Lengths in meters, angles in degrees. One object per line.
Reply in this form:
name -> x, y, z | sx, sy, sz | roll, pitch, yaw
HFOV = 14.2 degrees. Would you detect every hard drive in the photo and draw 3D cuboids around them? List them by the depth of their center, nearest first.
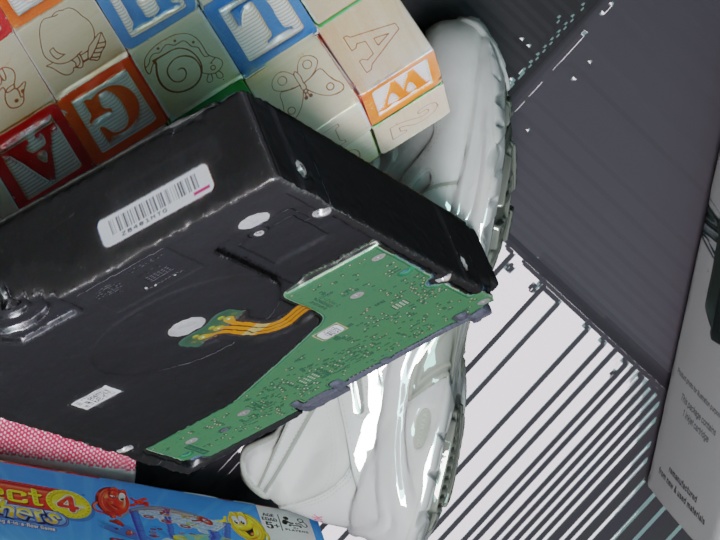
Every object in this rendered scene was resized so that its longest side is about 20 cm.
hard drive -> -0.049, 0.009, 0.945 | 0.139, 0.038, 0.200 | -28, 158, 16

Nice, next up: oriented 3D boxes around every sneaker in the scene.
sneaker -> 0.000, 0.000, 1.065 | 0.099, 0.078, 0.201 | 13, 88, 7

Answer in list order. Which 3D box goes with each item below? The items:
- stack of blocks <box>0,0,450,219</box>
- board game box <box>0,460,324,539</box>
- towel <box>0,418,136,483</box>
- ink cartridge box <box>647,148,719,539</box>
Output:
stack of blocks -> -0.084, -0.055, 0.975 | 0.200, 0.059, 0.115 | -32, 72, -3
board game box -> -0.132, 0.168, 1.076 | 0.195, 0.056, 0.201 | 12, 118, -19
towel -> -0.147, 0.026, 1.062 | 0.146, 0.030, 0.201 | 8, 104, -18
ink cartridge box -> 0.208, 0.012, 1.127 | 0.146, 0.083, 0.201 | 5, 108, -18
